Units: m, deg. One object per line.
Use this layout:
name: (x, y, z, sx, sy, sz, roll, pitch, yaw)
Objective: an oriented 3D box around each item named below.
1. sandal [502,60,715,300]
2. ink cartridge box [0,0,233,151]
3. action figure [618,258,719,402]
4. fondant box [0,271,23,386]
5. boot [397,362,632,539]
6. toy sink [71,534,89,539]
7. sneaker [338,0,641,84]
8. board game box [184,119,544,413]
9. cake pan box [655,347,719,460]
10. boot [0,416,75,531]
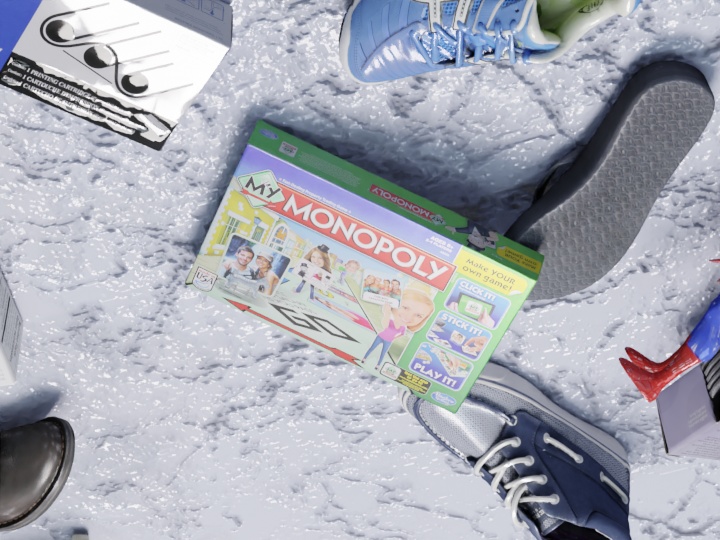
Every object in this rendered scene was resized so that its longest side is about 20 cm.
sandal: (0.152, -0.055, 1.346, 0.076, 0.043, 0.200, 21, 124, -30)
ink cartridge box: (-0.183, -0.149, 1.239, 0.200, 0.044, 0.094, 23, 129, -21)
action figure: (0.249, 0.004, 1.328, 0.200, 0.065, 0.052, -37, 84, 14)
fondant box: (-0.317, -0.001, 1.375, 0.144, 0.058, 0.200, -8, 134, 7)
boot: (0.114, 0.135, 1.493, 0.200, 0.090, 0.073, 25, 130, -24)
toy sink: (-0.271, 0.306, 1.631, 0.112, 0.131, 0.200, 5, 135, -5)
sneaker: (0.074, -0.153, 1.216, 0.200, 0.077, 0.076, -23, 132, 23)
board game box: (0.000, 0.000, 1.364, 0.200, 0.029, 0.135, 25, 132, -2)
cake pan box: (0.322, 0.075, 1.410, 0.200, 0.052, 0.184, 8, 146, -30)
boot: (-0.318, 0.135, 1.473, 0.200, 0.069, 0.174, -26, 146, 25)
